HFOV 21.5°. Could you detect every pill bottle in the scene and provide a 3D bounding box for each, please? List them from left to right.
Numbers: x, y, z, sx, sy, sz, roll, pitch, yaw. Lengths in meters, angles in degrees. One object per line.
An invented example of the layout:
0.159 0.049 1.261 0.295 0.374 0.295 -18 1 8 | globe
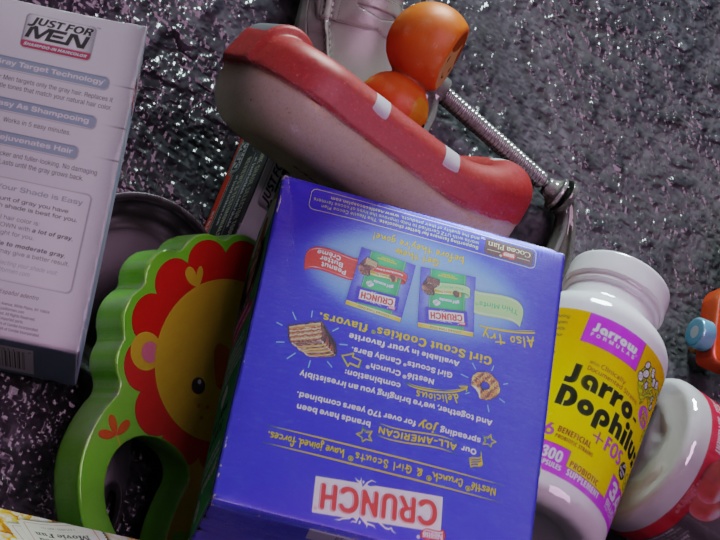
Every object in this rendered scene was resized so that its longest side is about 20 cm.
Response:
0.139 0.086 1.246 0.104 0.104 0.201 38 57 -20 | pill bottle
0.259 0.168 1.303 0.199 0.110 0.111 33 59 -23 | pill bottle

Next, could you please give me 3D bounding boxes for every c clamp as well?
0.084 -0.074 1.305 0.200 0.027 0.171 44 55 -16 | c clamp

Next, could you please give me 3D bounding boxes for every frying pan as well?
-0.124 0.050 1.110 0.114 0.031 0.192 -12 90 -28 | frying pan

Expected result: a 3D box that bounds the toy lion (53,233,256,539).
-0.096 0.085 1.075 0.200 0.068 0.193 -37 112 -37 | toy lion

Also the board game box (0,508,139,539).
-0.147 0.210 0.980 0.198 0.046 0.153 16 107 -27 | board game box

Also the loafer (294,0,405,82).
-0.003 -0.170 1.224 0.069 0.070 0.202 15 55 -32 | loafer

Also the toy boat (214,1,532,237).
0.021 -0.097 1.111 0.199 0.130 0.131 35 85 -22 | toy boat

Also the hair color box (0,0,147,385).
-0.186 -0.047 1.060 0.098 0.061 0.202 11 68 -6 | hair color box

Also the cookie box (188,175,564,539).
0.011 0.069 1.023 0.170 0.075 0.201 15 57 -6 | cookie box

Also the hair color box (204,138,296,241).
0.000 0.000 1.200 0.199 0.061 0.102 35 58 -23 | hair color box

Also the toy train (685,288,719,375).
0.317 0.040 1.424 0.199 0.055 0.152 16 68 -28 | toy train
